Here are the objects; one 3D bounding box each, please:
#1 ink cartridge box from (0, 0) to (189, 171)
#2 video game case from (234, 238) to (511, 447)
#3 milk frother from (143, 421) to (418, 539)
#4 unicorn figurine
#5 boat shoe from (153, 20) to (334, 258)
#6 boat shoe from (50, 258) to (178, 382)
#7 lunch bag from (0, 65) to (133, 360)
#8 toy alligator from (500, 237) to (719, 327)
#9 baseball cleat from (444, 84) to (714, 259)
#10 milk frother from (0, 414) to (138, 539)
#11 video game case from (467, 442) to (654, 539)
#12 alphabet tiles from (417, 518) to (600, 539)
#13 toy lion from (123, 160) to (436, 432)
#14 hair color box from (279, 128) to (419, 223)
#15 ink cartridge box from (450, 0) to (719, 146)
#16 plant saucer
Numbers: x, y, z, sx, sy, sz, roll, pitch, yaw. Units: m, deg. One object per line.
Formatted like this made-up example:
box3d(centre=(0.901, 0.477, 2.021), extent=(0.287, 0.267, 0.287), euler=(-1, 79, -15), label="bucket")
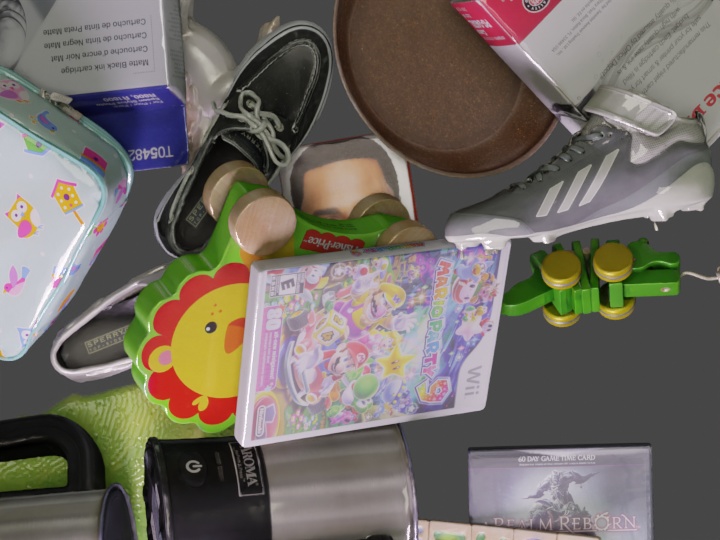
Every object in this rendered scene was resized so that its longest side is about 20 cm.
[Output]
box3d(centre=(-0.227, -0.169, 1.685), extent=(0.198, 0.041, 0.202), euler=(-6, 88, 19), label="ink cartridge box")
box3d(centre=(0.009, 0.049, 1.618), extent=(0.199, 0.018, 0.144), euler=(-7, 120, -26), label="video game case")
box3d(centre=(-0.063, 0.220, 1.692), extent=(0.187, 0.200, 0.182), euler=(-4, 64, -12), label="milk frother")
box3d(centre=(-0.112, -0.155, 1.707), extent=(0.137, 0.074, 0.201), euler=(-37, 78, 13), label="unicorn figurine")
box3d(centre=(-0.082, -0.095, 1.638), extent=(0.073, 0.068, 0.200), euler=(40, 84, -10), label="boat shoe")
box3d(centre=(-0.145, 0.027, 1.713), extent=(0.199, 0.066, 0.072), euler=(-21, 92, 3), label="boat shoe")
box3d(centre=(-0.268, -0.049, 1.675), extent=(0.160, 0.077, 0.201), euler=(34, 120, 3), label="lunch bag")
box3d(centre=(0.198, -0.002, 1.712), extent=(0.198, 0.059, 0.055), euler=(-8, 52, 2), label="toy alligator")
box3d(centre=(0.149, -0.073, 1.596), extent=(0.198, 0.070, 0.107), euler=(-10, 96, -13), label="baseball cleat")
box3d(centre=(-0.275, 0.190, 1.653), extent=(0.186, 0.200, 0.182), euler=(-6, 84, 7), label="milk frother")
box3d(centre=(0.155, 0.235, 1.739), extent=(0.142, 0.019, 0.202), euler=(-2, 93, 2), label="video game case")
box3d(centre=(0.096, 0.295, 1.730), extent=(0.166, 0.008, 0.202), euler=(4, 93, 14), label="alphabet tiles")
box3d(centre=(-0.064, 0.029, 1.619), extent=(0.199, 0.069, 0.193), euler=(11, 110, -33), label="toy lion")
box3d(centre=(0.000, 0.000, 1.710), extent=(0.101, 0.061, 0.202), euler=(-10, 92, 3), label="hair color box")
box3d(centre=(0.188, -0.175, 1.659), extent=(0.145, 0.083, 0.200), euler=(-46, 103, -7), label="ink cartridge box")
box3d(centre=(0.063, -0.164, 1.681), extent=(0.199, 0.037, 0.202), euler=(5, 78, -25), label="plant saucer")
